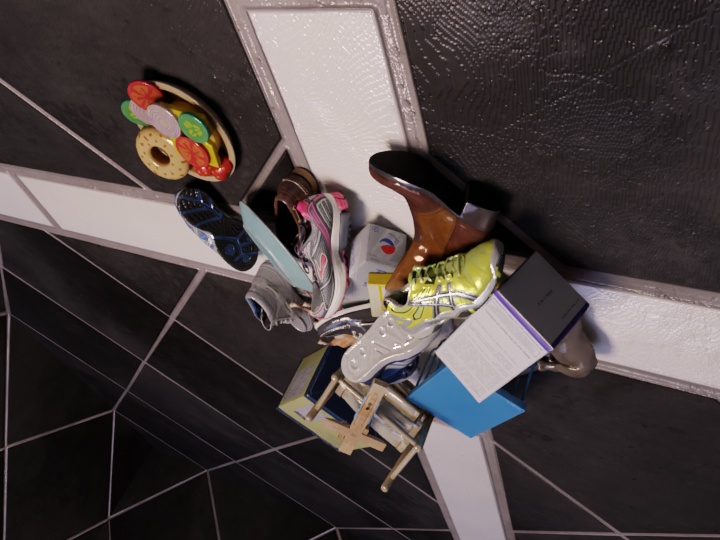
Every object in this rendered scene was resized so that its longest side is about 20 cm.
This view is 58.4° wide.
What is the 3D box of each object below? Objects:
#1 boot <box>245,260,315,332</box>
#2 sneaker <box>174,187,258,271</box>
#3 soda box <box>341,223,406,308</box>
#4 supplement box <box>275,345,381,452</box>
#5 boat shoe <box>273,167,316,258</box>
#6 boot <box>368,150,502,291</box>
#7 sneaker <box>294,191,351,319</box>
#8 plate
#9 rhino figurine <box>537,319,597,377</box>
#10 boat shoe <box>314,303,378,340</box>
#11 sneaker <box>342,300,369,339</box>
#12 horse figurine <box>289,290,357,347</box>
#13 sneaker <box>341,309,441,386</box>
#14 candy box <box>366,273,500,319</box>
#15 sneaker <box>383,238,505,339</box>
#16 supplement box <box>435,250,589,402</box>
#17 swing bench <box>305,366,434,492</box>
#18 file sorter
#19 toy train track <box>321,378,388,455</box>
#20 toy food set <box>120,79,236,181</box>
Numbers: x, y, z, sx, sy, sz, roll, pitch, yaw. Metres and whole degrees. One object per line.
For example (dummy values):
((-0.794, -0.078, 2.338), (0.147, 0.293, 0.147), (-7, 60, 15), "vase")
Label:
((-0.163, 0.082, 1.280), (0.072, 0.097, 0.202), (5, 141, 35), "boot")
((-0.260, -0.079, 1.171), (0.201, 0.076, 0.077), (52, 165, -32), "sneaker")
((0.000, 0.000, 1.033), (0.067, 0.065, 0.200), (15, 154, -20), "soda box")
((-0.053, 0.292, 1.454), (0.198, 0.136, 0.199), (37, 149, -12), "supplement box")
((-0.110, -0.076, 1.031), (0.069, 0.071, 0.202), (23, 150, 12), "boat shoe")
((0.073, -0.049, 0.877), (0.184, 0.069, 0.202), (18, 133, -5), "boot")
((-0.064, -0.021, 0.987), (0.080, 0.073, 0.205), (40, 133, 55), "sneaker")
((-0.146, -0.031, 1.084), (0.201, 0.025, 0.201), (48, 170, 11), "plate")
((0.281, 0.080, 0.930), (0.086, 0.060, 0.202), (-1, 131, 44), "rhino figurine")
((0.017, 0.086, 1.080), (0.195, 0.062, 0.074), (-19, 168, 12), "boat shoe")
((0.046, 0.085, 1.129), (0.196, 0.075, 0.083), (-1, 135, 34), "sneaker")
((-0.058, 0.100, 1.261), (0.130, 0.051, 0.202), (7, 143, 34), "horse figurine")
((0.074, 0.117, 1.028), (0.199, 0.082, 0.145), (-38, 154, 23), "sneaker")
((0.110, 0.040, 0.983), (0.194, 0.027, 0.103), (1, 150, 7), "candy box")
((0.105, 0.021, 0.836), (0.076, 0.076, 0.199), (33, 130, -19), "sneaker")
((0.200, 0.083, 0.883), (0.103, 0.101, 0.201), (46, 146, 11), "supplement box")
((0.037, 0.249, 1.190), (0.198, 0.200, 0.131), (38, 120, 7), "swing bench")
((0.188, 0.174, 1.084), (0.137, 0.124, 0.201), (30, 150, -2), "file sorter")
((0.004, 0.235, 1.053), (0.112, 0.033, 0.202), (23, 132, -1), "toy train track")
((-0.283, -0.211, 1.003), (0.196, 0.049, 0.200), (19, 148, 19), "toy food set")
